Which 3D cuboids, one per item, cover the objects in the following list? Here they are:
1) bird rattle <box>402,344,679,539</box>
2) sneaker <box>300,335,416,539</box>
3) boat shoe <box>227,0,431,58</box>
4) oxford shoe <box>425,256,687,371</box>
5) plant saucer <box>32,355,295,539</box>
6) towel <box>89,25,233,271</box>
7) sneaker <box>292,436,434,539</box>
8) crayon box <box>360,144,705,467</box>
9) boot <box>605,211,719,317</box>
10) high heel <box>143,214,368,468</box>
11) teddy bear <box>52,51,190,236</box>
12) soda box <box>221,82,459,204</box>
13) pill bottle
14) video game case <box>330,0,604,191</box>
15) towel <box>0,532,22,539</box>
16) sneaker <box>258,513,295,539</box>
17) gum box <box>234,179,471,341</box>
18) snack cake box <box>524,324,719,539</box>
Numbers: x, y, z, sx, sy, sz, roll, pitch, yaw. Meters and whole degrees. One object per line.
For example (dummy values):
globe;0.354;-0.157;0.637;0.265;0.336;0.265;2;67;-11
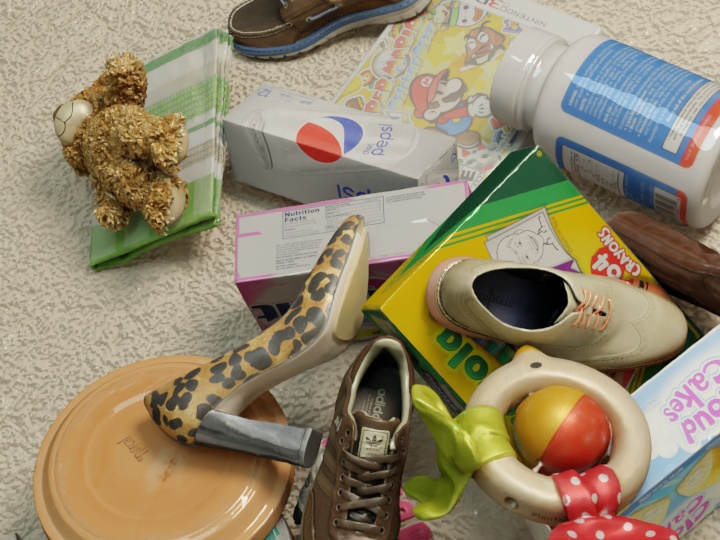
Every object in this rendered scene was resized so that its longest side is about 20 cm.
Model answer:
bird rattle;0.127;0.123;1.194;0.199;0.113;0.163;22;50;24
sneaker;-0.002;0.137;1.257;0.070;0.076;0.201;7;58;0
boat shoe;-0.037;-0.251;1.615;0.199;0.072;0.073;-15;53;19
oxford shoe;0.148;0.034;1.271;0.199;0.074;0.071;8;86;-18
plant saucer;-0.149;0.145;1.356;0.199;0.032;0.201;-5;50;5
towel;-0.173;-0.105;1.582;0.149;0.031;0.201;-21;54;32
sneaker;0.012;0.221;1.313;0.074;0.088;0.200;-11;58;-41
crayon box;0.129;0.040;1.334;0.173;0.058;0.200;-46;101;-15
boot;0.291;0.024;1.356;0.064;0.186;0.200;-58;31;-7
high heel;-0.077;0.040;1.342;0.142;0.071;0.201;11;71;21
teddy bear;-0.202;-0.105;1.518;0.067;0.145;0.200;-11;44;-31
soda box;-0.016;-0.092;1.508;0.199;0.069;0.063;19;46;29
pill bottle;0.208;-0.122;1.444;0.199;0.112;0.112;28;69;23
video game case;0.085;-0.162;1.566;0.181;0.023;0.200;25;69;28
towel;-0.286;0.308;1.370;0.132;0.035;0.200;-29;55;-4
sneaker;-0.071;0.272;1.308;0.079;0.071;0.201;-12;57;4
gum box;0.000;0.000;1.432;0.199;0.114;0.066;-8;57;11
snack cake box;0.212;0.139;1.284;0.200;0.115;0.067;-38;56;-8
